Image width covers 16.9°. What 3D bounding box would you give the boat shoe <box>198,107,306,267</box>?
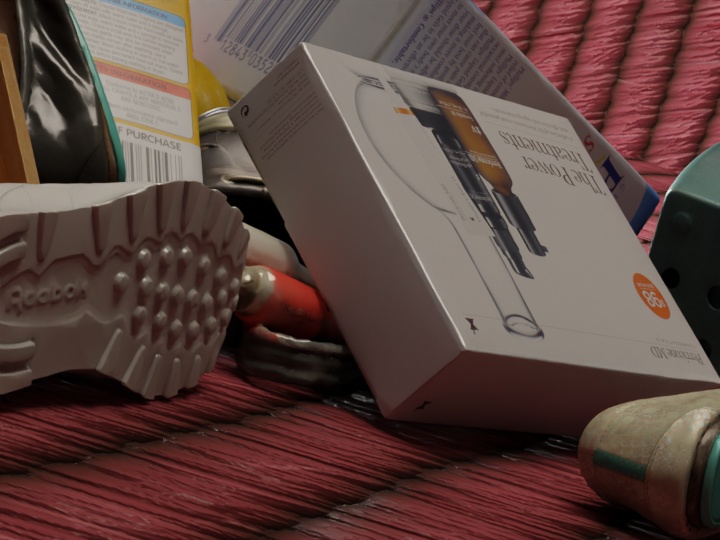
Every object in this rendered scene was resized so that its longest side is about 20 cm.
[{"bbox_3d":[0.000,0.000,1.089,0.199,0.075,0.073,22,33,-7],"label":"boat shoe"}]

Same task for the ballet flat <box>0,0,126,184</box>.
[{"bbox_3d":[-0.146,-0.110,0.973,0.068,0.068,0.201,-4,61,-24],"label":"ballet flat"}]

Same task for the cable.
[{"bbox_3d":[0.002,0.019,0.974,0.199,0.051,0.097,13,16,-39],"label":"cable"}]

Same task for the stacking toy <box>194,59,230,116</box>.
[{"bbox_3d":[-0.109,-0.074,1.164,0.200,0.147,0.146,36,11,10],"label":"stacking toy"}]

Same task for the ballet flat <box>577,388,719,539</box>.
[{"bbox_3d":[0.149,0.066,0.953,0.062,0.068,0.200,12,3,32],"label":"ballet flat"}]

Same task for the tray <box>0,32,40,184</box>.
[{"bbox_3d":[-0.201,-0.051,0.838,0.199,0.037,0.099,11,55,-47],"label":"tray"}]

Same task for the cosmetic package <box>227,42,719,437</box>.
[{"bbox_3d":[0.052,-0.007,1.002,0.199,0.052,0.151,9,48,-53],"label":"cosmetic package"}]

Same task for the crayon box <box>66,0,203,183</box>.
[{"bbox_3d":[-0.137,-0.102,1.055,0.125,0.052,0.201,15,52,-28],"label":"crayon box"}]

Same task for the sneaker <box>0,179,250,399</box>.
[{"bbox_3d":[-0.109,-0.001,0.802,0.080,0.077,0.200,12,3,29],"label":"sneaker"}]

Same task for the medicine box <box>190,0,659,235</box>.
[{"bbox_3d":[0.021,-0.074,1.236,0.200,0.103,0.182,41,-6,-37],"label":"medicine box"}]

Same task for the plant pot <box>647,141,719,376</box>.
[{"bbox_3d":[0.232,0.009,1.293,0.141,0.142,0.200,23,17,31],"label":"plant pot"}]
